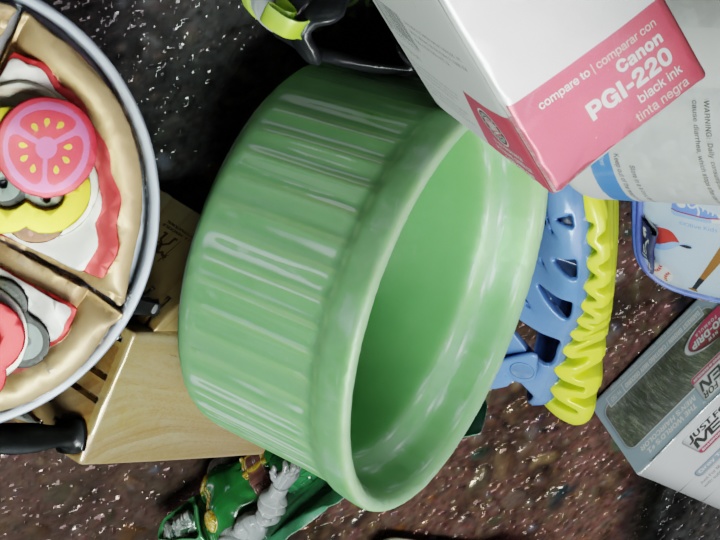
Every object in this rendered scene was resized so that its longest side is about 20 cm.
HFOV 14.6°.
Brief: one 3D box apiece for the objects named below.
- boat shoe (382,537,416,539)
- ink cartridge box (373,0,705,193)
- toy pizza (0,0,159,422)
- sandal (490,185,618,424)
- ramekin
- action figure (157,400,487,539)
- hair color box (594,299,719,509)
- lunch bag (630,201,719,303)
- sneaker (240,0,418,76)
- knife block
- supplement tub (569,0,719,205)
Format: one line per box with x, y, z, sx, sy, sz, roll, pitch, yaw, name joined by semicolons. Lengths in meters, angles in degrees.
0.077;0.196;1.639;0.199;0.072;0.062;7;130;-35;boat shoe
0.036;-0.149;1.125;0.085;0.146;0.200;-37;116;-4;ink cartridge box
-0.183;-0.025;1.170;0.199;0.032;0.201;-1;105;-4;toy pizza
0.086;0.005;1.427;0.087;0.080;0.201;7;137;2;sandal
0.000;0.000;1.292;0.200;0.097;0.201;-50;151;-41;ramekin
-0.030;0.090;1.443;0.055;0.118;0.200;32;119;-34;action figure
0.235;0.090;1.640;0.099;0.061;0.200;-46;140;17;hair color box
0.225;-0.045;1.408;0.199;0.076;0.161;11;142;13;lunch bag
0.032;-0.110;1.270;0.199;0.083;0.072;0;132;-34;sneaker
-0.126;0.056;1.306;0.175;0.064;0.201;-43;148;-26;knife block
0.191;-0.093;1.259;0.199;0.132;0.132;5;149;23;supplement tub
